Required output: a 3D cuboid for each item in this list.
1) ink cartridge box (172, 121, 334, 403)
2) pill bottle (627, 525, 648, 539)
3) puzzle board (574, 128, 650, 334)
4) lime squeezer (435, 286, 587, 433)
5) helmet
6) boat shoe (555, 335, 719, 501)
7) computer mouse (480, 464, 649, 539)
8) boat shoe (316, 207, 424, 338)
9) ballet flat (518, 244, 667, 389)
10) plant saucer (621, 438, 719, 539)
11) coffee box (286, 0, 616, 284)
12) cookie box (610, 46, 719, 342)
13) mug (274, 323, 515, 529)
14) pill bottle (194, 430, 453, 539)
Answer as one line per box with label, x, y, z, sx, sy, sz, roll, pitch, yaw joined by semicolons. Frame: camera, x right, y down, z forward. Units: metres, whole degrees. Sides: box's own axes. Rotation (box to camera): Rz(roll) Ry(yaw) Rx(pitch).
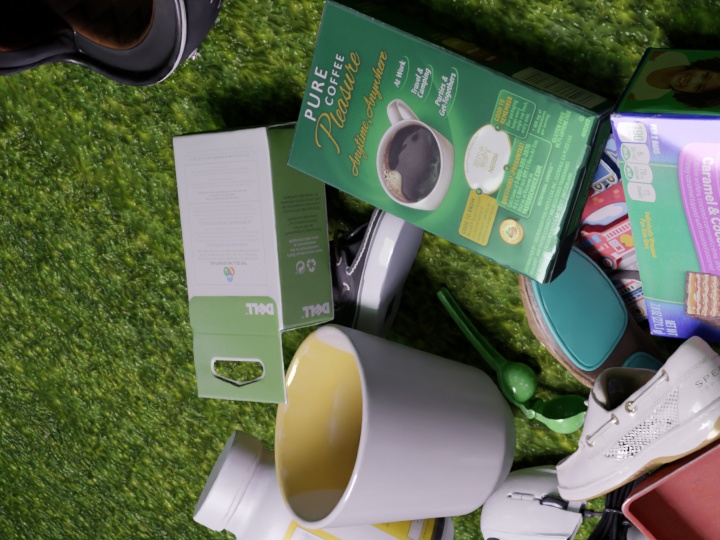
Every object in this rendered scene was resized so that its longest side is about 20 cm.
ink cartridge box;-0.078;-0.007;1.090;0.103;0.059;0.202;0;96;42
pill bottle;0.293;0.241;1.081;0.199;0.112;0.112;11;137;33
puzzle board;0.173;-0.023;0.972;0.151;0.017;0.200;44;145;-9
lime squeezer;0.137;0.085;1.107;0.199;0.038;0.071;27;144;17
helmet;-0.177;-0.215;0.913;0.200;0.190;0.202;17;110;58
boat shoe;0.178;0.092;0.941;0.070;0.071;0.200;56;147;8
computer mouse;0.149;0.190;1.165;0.044;0.110;0.200;31;155;-22
boat shoe;0.000;0.000;1.114;0.066;0.070;0.200;29;152;10
ballet flat;0.167;0.055;1.011;0.200;0.068;0.072;42;164;-15
plant saucer;0.298;0.145;0.941;0.199;0.037;0.200;-35;120;20
coffee box;0.055;-0.088;0.938;0.199;0.044;0.124;25;119;20
cookie box;0.256;-0.035;0.819;0.199;0.075;0.172;6;134;29
mug;0.028;0.114;1.123;0.152;0.187;0.150;9;122;-27
pill bottle;-0.032;0.212;1.211;0.199;0.112;0.112;27;146;-6
